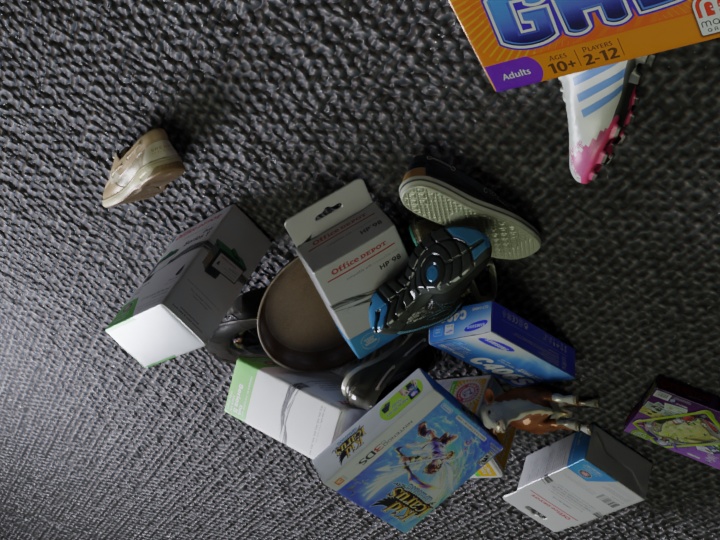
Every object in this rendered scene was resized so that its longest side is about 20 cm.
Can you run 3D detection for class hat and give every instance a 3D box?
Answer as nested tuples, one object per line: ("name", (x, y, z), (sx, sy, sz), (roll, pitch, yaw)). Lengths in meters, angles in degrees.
("hat", (-0.129, 0.070, 1.399), (0.200, 0.081, 0.201), (-3, 154, -1))

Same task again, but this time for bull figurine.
("bull figurine", (0.239, 0.188, 1.300), (0.121, 0.065, 0.200), (1, 176, 27))

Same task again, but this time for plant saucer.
("plant saucer", (-0.045, 0.044, 1.289), (0.034, 0.200, 0.200), (52, 170, 50))

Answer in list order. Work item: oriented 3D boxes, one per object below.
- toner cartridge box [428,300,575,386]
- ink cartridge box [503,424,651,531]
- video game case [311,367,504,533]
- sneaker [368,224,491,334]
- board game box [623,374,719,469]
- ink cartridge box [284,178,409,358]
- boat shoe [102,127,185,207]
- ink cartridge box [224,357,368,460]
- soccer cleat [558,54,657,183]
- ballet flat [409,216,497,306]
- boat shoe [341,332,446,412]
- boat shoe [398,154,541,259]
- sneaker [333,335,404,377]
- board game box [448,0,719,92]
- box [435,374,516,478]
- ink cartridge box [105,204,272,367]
("toner cartridge box", (0.183, 0.097, 1.243), (0.095, 0.043, 0.200), (-16, 149, 39))
("ink cartridge box", (0.318, 0.313, 1.458), (0.116, 0.067, 0.200), (34, 141, -12))
("video game case", (0.066, 0.237, 1.253), (0.181, 0.045, 0.200), (-41, 133, 7))
("sneaker", (0.092, 0.013, 1.138), (0.082, 0.073, 0.200), (11, 146, -33))
("board game box", (0.465, 0.214, 1.294), (0.200, 0.032, 0.120), (22, 138, 6))
("ink cartridge box", (0.000, 0.000, 1.210), (0.116, 0.067, 0.200), (-31, 129, -5))
("boat shoe", (-0.290, -0.133, 1.285), (0.200, 0.071, 0.065), (-20, 89, 52))
("ink cartridge box", (-0.062, 0.189, 1.339), (0.200, 0.084, 0.145), (21, -172, 37))
("soccer cleat", (0.227, -0.175, 0.953), (0.086, 0.070, 0.200), (31, 142, 19))
("ballet flat", (0.126, -0.005, 1.209), (0.075, 0.068, 0.200), (-18, 134, 14))
("boat shoe", (0.067, 0.124, 1.270), (0.057, 0.200, 0.067), (33, 142, 40))
("boat shoe", (0.130, -0.072, 1.122), (0.200, 0.062, 0.075), (26, 140, -26))
("sneaker", (0.019, 0.128, 1.417), (0.082, 0.075, 0.200), (26, 153, -16))
("board game box", (0.172, -0.290, 0.728), (0.200, 0.200, 0.200), (-8, 132, 34))
("box", (0.117, 0.233, 1.438), (0.200, 0.113, 0.101), (-10, 128, 36))
("ink cartridge box", (-0.227, 0.020, 1.311), (0.146, 0.200, 0.084), (-22, 119, 42))
